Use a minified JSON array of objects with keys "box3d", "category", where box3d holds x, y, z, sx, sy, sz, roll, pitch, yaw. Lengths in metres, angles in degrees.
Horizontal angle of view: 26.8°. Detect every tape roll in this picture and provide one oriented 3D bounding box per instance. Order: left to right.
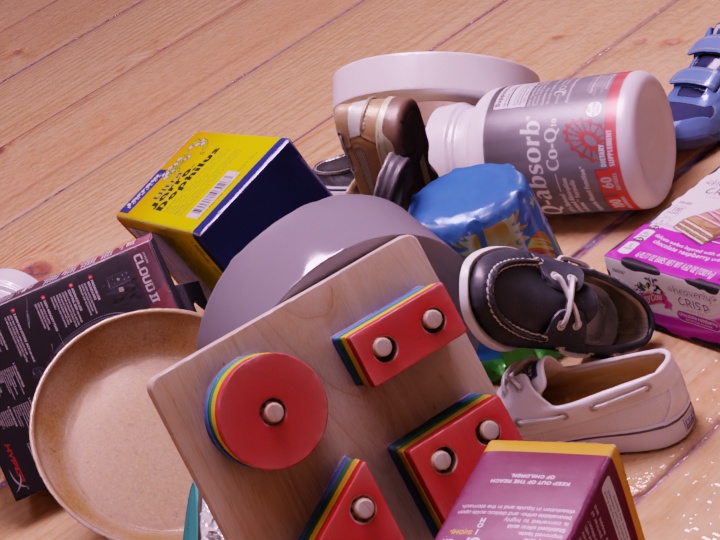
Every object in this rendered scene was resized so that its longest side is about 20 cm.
[{"box3d":[-0.013,0.051,1.054,0.199,0.202,0.066,-31,41,-18],"category":"tape roll"},{"box3d":[0.072,-0.164,1.439,0.200,0.038,0.203,2,-7,0],"category":"tape roll"}]

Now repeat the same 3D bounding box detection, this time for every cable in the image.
[{"box3d":[0.000,0.000,1.180,0.050,0.202,0.097,21,47,20],"category":"cable"}]

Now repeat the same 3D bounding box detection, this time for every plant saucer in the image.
[{"box3d":[-0.145,0.121,1.124,0.197,0.036,0.202,5,55,-7],"category":"plant saucer"}]

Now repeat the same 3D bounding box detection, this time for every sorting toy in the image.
[{"box3d":[0.002,0.110,0.936,0.197,0.202,0.070,-29,5,-15],"category":"sorting toy"}]

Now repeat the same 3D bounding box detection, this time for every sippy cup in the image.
[{"box3d":[0.097,-0.006,1.163,0.139,0.131,0.177,-37,32,-27],"category":"sippy cup"}]

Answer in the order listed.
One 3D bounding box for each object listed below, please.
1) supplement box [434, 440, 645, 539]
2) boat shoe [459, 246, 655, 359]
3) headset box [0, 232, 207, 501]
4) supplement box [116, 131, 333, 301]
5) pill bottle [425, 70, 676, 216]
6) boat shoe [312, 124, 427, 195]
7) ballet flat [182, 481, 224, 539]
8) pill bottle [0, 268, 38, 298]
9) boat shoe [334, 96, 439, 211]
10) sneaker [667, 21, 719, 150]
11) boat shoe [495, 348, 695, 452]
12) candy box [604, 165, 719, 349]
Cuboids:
[{"box3d":[0.085,0.199,0.826,0.085,0.111,0.200,-3,33,33],"category":"supplement box"},{"box3d":[0.139,0.023,1.049,0.060,0.077,0.199,-4,-7,36],"category":"boat shoe"},{"box3d":[-0.211,0.071,1.210,0.198,0.150,0.077,-24,8,-5],"category":"headset box"},{"box3d":[-0.103,-0.038,1.255,0.110,0.109,0.199,-47,25,-15],"category":"supplement box"},{"box3d":[0.163,-0.105,1.311,0.198,0.117,0.116,-4,32,32],"category":"pill bottle"},{"box3d":[0.030,-0.112,1.465,0.198,0.072,0.072,-9,30,24],"category":"boat shoe"},{"box3d":[-0.090,0.209,0.985,0.071,0.072,0.201,-14,34,13],"category":"ballet flat"},{"box3d":[-0.346,0.086,1.332,0.111,0.113,0.201,-9,30,22],"category":"pill bottle"},{"box3d":[0.023,-0.060,1.230,0.075,0.202,0.072,5,43,22],"category":"boat shoe"},{"box3d":[0.322,-0.178,1.365,0.200,0.083,0.074,-39,34,-27],"category":"sneaker"},{"box3d":[0.125,0.090,1.037,0.198,0.070,0.071,-8,30,23],"category":"boat shoe"},{"box3d":[0.301,-0.026,1.132,0.199,0.062,0.136,-35,30,-25],"category":"candy box"}]
